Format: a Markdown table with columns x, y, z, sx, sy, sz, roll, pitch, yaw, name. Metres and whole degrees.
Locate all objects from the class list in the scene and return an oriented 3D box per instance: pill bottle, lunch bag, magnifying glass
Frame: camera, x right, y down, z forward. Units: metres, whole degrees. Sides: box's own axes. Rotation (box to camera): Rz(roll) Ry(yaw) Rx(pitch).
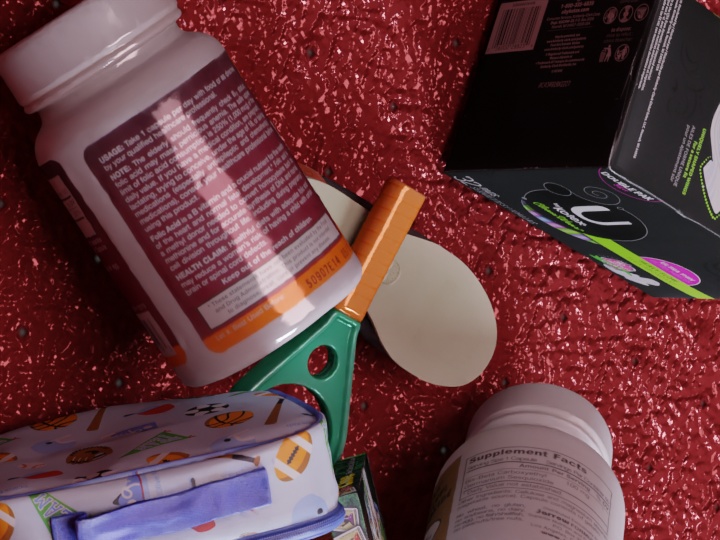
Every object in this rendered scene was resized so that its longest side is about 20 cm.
| x | y | z | sx | sy | sz | roll | pitch | yaw | name |
| --- | --- | --- | --- | --- | --- | --- | --- | --- | --- |
| -0.097 | -0.051 | 1.526 | 0.114 | 0.114 | 0.200 | -37 | 99 | -32 | pill bottle |
| -0.114 | 0.117 | 1.497 | 0.199 | 0.160 | 0.076 | -14 | 100 | -15 | lunch bag |
| 0.094 | 0.154 | 1.676 | 0.115 | 0.114 | 0.200 | 61 | 21 | -24 | pill bottle |
| -0.019 | 0.043 | 1.618 | 0.079 | 0.022 | 0.201 | 29 | 84 | -34 | magnifying glass |

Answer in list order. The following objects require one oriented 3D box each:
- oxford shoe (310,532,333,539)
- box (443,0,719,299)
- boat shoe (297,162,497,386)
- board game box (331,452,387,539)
| x | y | z | sx | sy | sz | roll | pitch | yaw | name |
| --- | --- | --- | --- | --- | --- | --- | --- | --- | --- |
| -0.025 | 0.234 | 1.586 | 0.073 | 0.071 | 0.201 | 44 | 38 | -53 | oxford shoe |
| 0.180 | -0.074 | 1.761 | 0.200 | 0.148 | 0.125 | 29 | 72 | -36 | box |
| 0.000 | 0.000 | 1.671 | 0.200 | 0.062 | 0.071 | 36 | 81 | -35 | boat shoe |
| 0.015 | 0.207 | 1.591 | 0.023 | 0.105 | 0.201 | -13 | 97 | 2 | board game box |
